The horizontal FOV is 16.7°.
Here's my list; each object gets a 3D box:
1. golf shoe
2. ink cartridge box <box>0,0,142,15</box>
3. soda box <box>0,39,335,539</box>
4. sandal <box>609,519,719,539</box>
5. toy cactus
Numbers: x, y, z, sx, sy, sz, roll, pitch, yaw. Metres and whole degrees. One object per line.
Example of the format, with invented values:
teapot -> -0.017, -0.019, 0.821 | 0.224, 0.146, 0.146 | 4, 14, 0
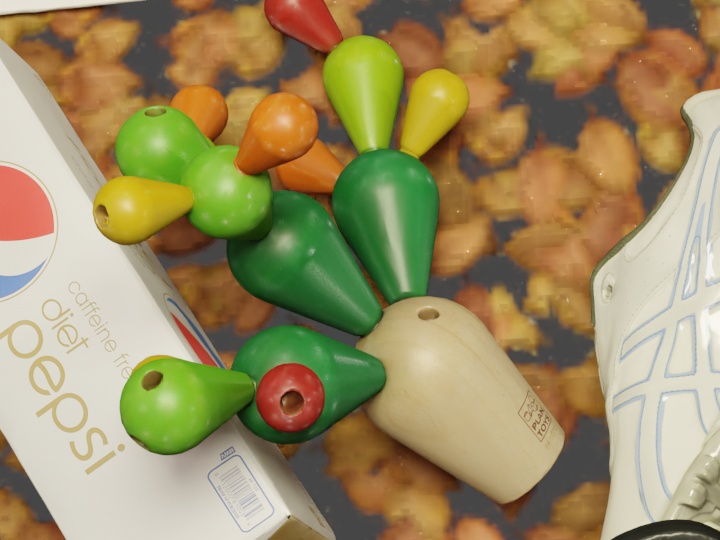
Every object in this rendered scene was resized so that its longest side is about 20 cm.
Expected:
golf shoe -> 0.104, 0.036, 0.740 | 0.097, 0.078, 0.200 | 21, 84, 44
ink cartridge box -> -0.102, -0.194, 0.829 | 0.116, 0.067, 0.200 | -5, 76, 10
soda box -> -0.090, 0.019, 0.775 | 0.064, 0.068, 0.200 | -34, 72, 3
sandal -> 0.118, 0.164, 0.672 | 0.075, 0.048, 0.201 | -33, 97, 8
toy cactus -> 0.000, 0.000, 0.736 | 0.165, 0.200, 0.102 | 42, 119, -14
